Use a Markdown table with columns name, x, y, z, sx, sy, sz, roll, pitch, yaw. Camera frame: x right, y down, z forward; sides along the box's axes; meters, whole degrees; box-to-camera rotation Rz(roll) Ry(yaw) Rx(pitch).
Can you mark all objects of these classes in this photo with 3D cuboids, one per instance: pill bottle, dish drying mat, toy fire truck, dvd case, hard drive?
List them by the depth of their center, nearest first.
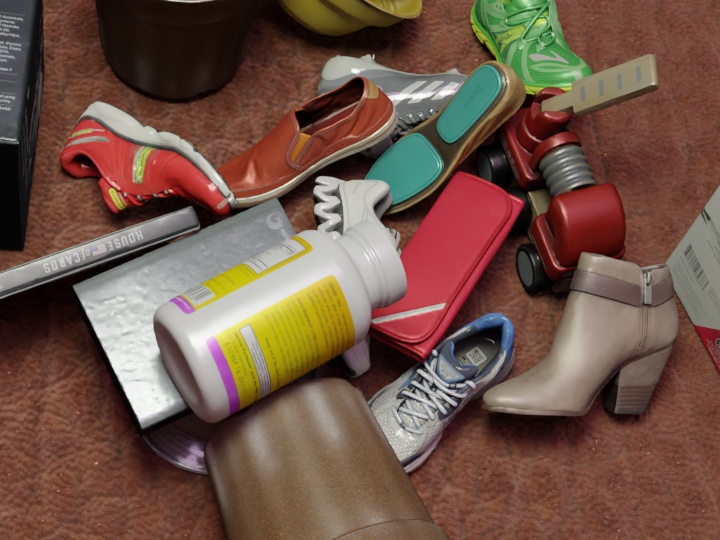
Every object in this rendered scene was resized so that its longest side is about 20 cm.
| name | x | y | z | sx | sy | sz | roll | pitch | yaw |
| --- | --- | --- | --- | --- | --- | --- | --- | --- | --- |
| pill bottle | -0.062 | 0.035 | 1.238 | 0.198 | 0.105 | 0.105 | -27 | 71 | -19 |
| hard drive | -0.128 | 0.037 | 1.302 | 0.198 | 0.033 | 0.141 | -24 | 73 | -18 |
| dvd case | -0.251 | -0.010 | 1.347 | 0.198 | 0.150 | 0.025 | -21 | 94 | -18 |
| dish drying mat | 0.076 | -0.009 | 1.402 | 0.076 | 0.018 | 0.201 | 25 | 60 | 17 |
| toy fire truck | 0.210 | -0.101 | 1.438 | 0.127 | 0.201 | 0.178 | -13 | 66 | -15 |

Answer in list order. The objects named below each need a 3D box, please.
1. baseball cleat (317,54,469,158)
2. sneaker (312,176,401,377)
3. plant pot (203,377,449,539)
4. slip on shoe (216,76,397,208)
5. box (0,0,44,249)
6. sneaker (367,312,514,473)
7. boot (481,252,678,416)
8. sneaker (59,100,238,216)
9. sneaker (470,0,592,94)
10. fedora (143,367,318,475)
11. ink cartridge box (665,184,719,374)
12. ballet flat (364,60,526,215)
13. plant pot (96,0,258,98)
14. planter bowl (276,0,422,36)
| name | x | y | z | sx | sy | sz | roll | pitch | yaw |
| --- | --- | --- | --- | --- | --- | --- | --- | --- | --- |
| baseball cleat | 0.052 | -0.154 | 1.521 | 0.197 | 0.070 | 0.108 | 10 | 68 | 6 |
| sneaker | 0.000 | 0.000 | 1.417 | 0.080 | 0.075 | 0.203 | -5 | 65 | 1 |
| plant pot | -0.031 | 0.211 | 1.256 | 0.198 | 0.201 | 0.200 | -16 | 60 | -17 |
| slip on shoe | -0.062 | -0.125 | 1.452 | 0.198 | 0.061 | 0.075 | -27 | 43 | 7 |
| box | -0.354 | -0.153 | 1.368 | 0.122 | 0.201 | 0.199 | 4 | 64 | -10 |
| sneaker | 0.067 | 0.104 | 1.378 | 0.077 | 0.085 | 0.200 | 42 | 65 | 12 |
| boot | 0.205 | 0.058 | 1.400 | 0.198 | 0.070 | 0.148 | 1 | 98 | -28 |
| sneaker | -0.200 | -0.084 | 1.424 | 0.198 | 0.077 | 0.085 | 25 | 70 | 29 |
| sneaker | 0.169 | -0.242 | 1.535 | 0.073 | 0.084 | 0.201 | -13 | 43 | -23 |
| fedora | -0.120 | 0.073 | 1.357 | 0.174 | 0.091 | 0.202 | 13 | 63 | -3 |
| ink cartridge box | 0.377 | 0.000 | 1.417 | 0.082 | 0.201 | 0.147 | -17 | 68 | -17 |
| ballet flat | 0.085 | -0.119 | 1.470 | 0.063 | 0.200 | 0.069 | 10 | 44 | -54 |
| plant pot | -0.174 | -0.280 | 1.453 | 0.197 | 0.199 | 0.203 | 4 | 62 | -8 |
| planter bowl | -0.037 | -0.300 | 1.540 | 0.199 | 0.084 | 0.201 | 33 | 29 | -21 |
